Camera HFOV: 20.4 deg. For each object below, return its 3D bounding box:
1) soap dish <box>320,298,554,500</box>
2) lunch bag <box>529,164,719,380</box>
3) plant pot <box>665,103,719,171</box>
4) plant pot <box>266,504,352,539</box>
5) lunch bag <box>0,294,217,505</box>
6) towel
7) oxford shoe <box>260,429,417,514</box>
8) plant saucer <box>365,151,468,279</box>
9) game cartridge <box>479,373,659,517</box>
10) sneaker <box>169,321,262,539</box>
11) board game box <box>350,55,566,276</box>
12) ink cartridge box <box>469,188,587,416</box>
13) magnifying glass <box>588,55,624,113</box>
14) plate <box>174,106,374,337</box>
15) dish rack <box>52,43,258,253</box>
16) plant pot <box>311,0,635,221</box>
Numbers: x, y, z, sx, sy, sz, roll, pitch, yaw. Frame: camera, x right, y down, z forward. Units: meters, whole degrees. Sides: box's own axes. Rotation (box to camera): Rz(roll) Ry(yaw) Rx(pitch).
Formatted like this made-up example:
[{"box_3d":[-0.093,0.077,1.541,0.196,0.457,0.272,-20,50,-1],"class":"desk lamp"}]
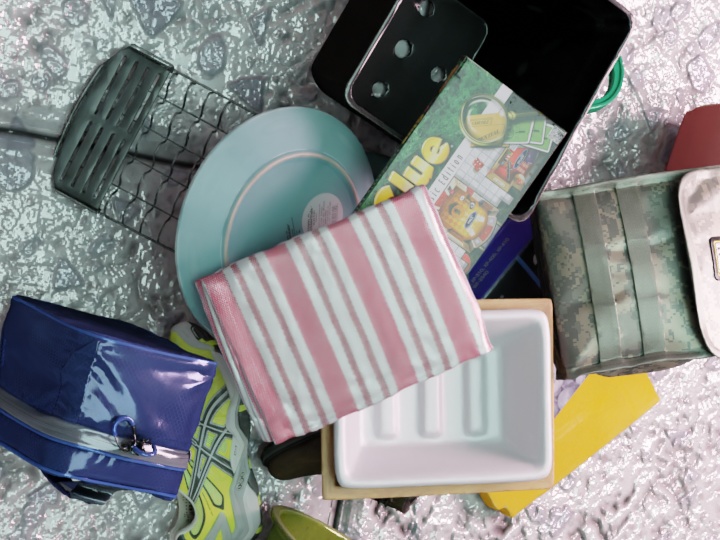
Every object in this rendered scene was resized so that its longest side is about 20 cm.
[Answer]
[{"box_3d":[0.059,0.104,1.643,0.198,0.081,0.159,-1,90,-14],"class":"soap dish"},{"box_3d":[0.253,0.001,1.694,0.198,0.118,0.165,-9,86,-1],"class":"lunch bag"},{"box_3d":[0.357,-0.051,1.842,0.199,0.200,0.179,13,81,-27],"class":"plant pot"},{"box_3d":[-0.047,0.334,1.698,0.200,0.200,0.191,34,94,-25],"class":"plant pot"},{"box_3d":[-0.208,0.109,1.569,0.135,0.200,0.133,16,92,-32],"class":"lunch bag"},{"box_3d":[-0.012,0.034,1.558,0.199,0.030,0.147,-23,102,-1],"class":"towel"},{"box_3d":[0.012,0.166,1.714,0.198,0.073,0.085,-6,71,8],"class":"oxford shoe"},{"box_3d":[0.000,0.000,1.682,0.199,0.027,0.202,0,91,-14],"class":"plant saucer"},{"box_3d":[0.163,0.105,1.848,0.199,0.032,0.177,-35,110,-16],"class":"game cartridge"},{"box_3d":[-0.136,0.143,1.678,0.076,0.075,0.202,-16,101,-24],"class":"sneaker"},{"box_3d":[0.065,-0.058,1.579,0.104,0.023,0.201,35,90,-9],"class":"board game box"},{"box_3d":[0.135,0.034,1.772,0.198,0.043,0.200,-50,118,-15],"class":"ink cartridge box"},{"box_3d":[0.169,-0.150,1.790,0.080,0.022,0.200,49,55,-6],"class":"magnifying glass"},{"box_3d":[-0.059,-0.030,1.594,0.199,0.026,0.202,-14,114,-35],"class":"plate"},{"box_3d":[-0.145,-0.087,1.627,0.199,0.055,0.154,28,86,-4],"class":"dish rack"},{"box_3d":[0.072,-0.185,1.682,0.199,0.177,0.201,33,85,-26],"class":"plant pot"}]
